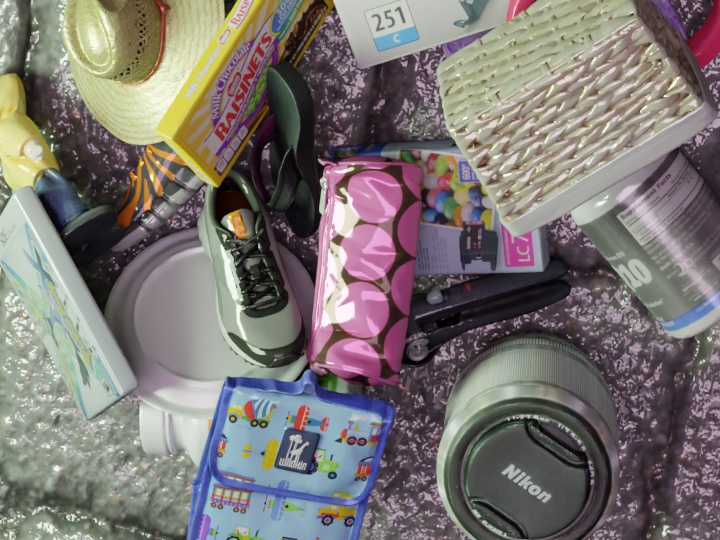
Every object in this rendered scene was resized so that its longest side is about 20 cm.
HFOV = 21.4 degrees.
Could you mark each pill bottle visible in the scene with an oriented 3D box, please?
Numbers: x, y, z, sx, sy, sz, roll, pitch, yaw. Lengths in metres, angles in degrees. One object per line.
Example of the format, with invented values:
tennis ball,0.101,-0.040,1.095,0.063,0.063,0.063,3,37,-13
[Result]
pill bottle,-0.101,0.132,1.779,0.198,0.111,0.112,1,106,6
pill bottle,0.258,-0.049,1.686,0.114,0.114,0.200,-39,98,15

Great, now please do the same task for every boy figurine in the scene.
boy figurine,-0.291,-0.095,1.731,0.064,0.125,0.201,-32,64,-10

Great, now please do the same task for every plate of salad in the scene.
plate of salad,-0.135,0.049,1.743,0.198,0.202,0.048,6,151,5

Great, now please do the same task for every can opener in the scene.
can opener,0.098,0.031,1.745,0.198,0.079,0.064,-18,142,2

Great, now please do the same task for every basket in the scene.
basket,0.172,-0.147,1.569,0.199,0.136,0.124,-30,120,16

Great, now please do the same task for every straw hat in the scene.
straw hat,-0.214,-0.212,1.664,0.199,0.085,0.203,2,93,35

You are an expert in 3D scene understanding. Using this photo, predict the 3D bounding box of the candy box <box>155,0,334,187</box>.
candy box,-0.098,-0.179,1.661,0.026,0.102,0.201,27,80,31

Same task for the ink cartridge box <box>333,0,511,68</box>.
ink cartridge box,0.063,-0.286,1.635,0.198,0.045,0.177,-16,115,12

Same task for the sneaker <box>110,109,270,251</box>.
sneaker,-0.184,-0.116,1.746,0.112,0.078,0.200,45,95,-3

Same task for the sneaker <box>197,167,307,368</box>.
sneaker,-0.102,-0.002,1.699,0.073,0.080,0.201,-16,61,-10

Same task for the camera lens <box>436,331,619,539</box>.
camera lens,0.152,0.153,1.710,0.158,0.200,0.162,2,106,6

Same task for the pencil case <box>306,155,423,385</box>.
pencil case,0.000,0.000,1.678,0.093,0.091,0.202,4,92,-24

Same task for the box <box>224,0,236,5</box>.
box,-0.075,-0.353,1.673,0.199,0.049,0.162,-30,103,14

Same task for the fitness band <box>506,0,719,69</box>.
fitness band,0.223,-0.218,1.627,0.198,0.038,0.145,-13,126,3

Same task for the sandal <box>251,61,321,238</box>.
sandal,-0.073,-0.102,1.696,0.048,0.075,0.201,-26,143,-18

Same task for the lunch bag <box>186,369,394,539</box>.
lunch bag,-0.061,0.164,1.675,0.149,0.094,0.201,11,127,-7

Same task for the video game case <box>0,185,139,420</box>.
video game case,-0.273,0.034,1.728,0.022,0.182,0.201,-29,89,-21

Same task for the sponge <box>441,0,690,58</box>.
sponge,0.182,-0.201,1.696,0.199,0.030,0.112,-28,100,14

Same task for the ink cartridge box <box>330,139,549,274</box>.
ink cartridge box,0.068,-0.057,1.730,0.198,0.042,0.121,-1,108,19
